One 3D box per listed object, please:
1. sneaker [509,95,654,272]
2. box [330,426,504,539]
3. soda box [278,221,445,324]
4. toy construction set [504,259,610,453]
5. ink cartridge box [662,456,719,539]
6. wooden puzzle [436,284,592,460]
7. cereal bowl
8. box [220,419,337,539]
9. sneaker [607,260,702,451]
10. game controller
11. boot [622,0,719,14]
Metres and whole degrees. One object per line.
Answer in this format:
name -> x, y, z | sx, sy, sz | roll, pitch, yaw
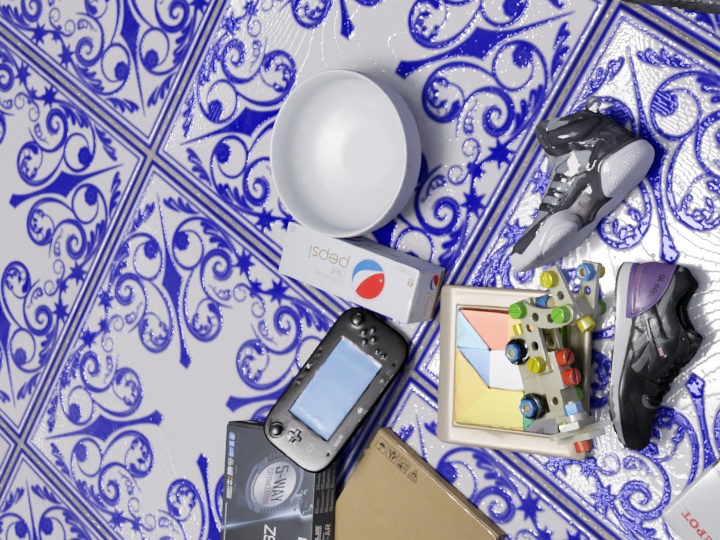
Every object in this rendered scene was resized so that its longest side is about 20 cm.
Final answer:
sneaker -> 0.218, -0.096, 1.470 | 0.200, 0.075, 0.114 | -46, 67, 20
box -> 0.058, 0.315, 1.623 | 0.200, 0.021, 0.164 | 40, 113, 26
soda box -> 0.000, 0.000, 1.625 | 0.199, 0.063, 0.069 | 21, 104, 32
toy construction set -> 0.216, 0.097, 1.429 | 0.131, 0.092, 0.202 | -22, 66, 46
ink cartridge box -> 0.423, 0.228, 1.335 | 0.200, 0.084, 0.145 | -49, 67, 24
wooden puzzle -> 0.169, 0.114, 1.531 | 0.199, 0.037, 0.187 | 4, 94, 34
cereal bowl -> -0.008, -0.138, 1.613 | 0.199, 0.083, 0.202 | 1, 92, 34
box -> -0.105, 0.298, 1.704 | 0.159, 0.043, 0.202 | 4, 91, 40
sneaker -> 0.312, 0.092, 1.414 | 0.087, 0.076, 0.202 | 3, 94, 28
game controller -> -0.028, 0.144, 1.625 | 0.104, 0.042, 0.201 | 34, 86, 29
boot -> 0.350, -0.371, 1.379 | 0.164, 0.065, 0.202 | 15, 96, 31
